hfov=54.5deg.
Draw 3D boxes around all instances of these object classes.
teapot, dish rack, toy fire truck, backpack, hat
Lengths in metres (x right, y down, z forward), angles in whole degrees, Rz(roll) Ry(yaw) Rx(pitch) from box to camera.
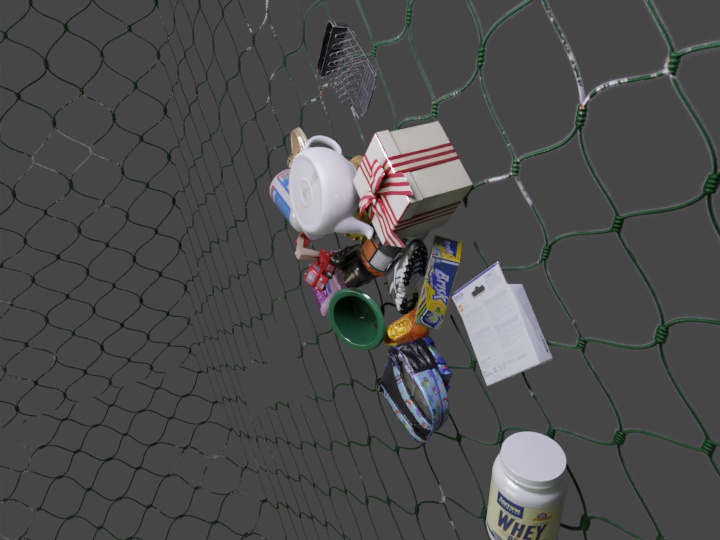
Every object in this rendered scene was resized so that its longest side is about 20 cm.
[{"bbox_3d":[-0.063,-0.181,1.539,0.196,0.143,0.207,25,121,53],"label":"teapot"},{"bbox_3d":[-0.030,-0.467,1.644,0.203,0.053,0.155,62,153,24],"label":"dish rack"},{"bbox_3d":[-0.123,-0.035,1.848,0.139,0.201,0.049,31,120,-1],"label":"toy fire truck"},{"bbox_3d":[0.141,0.283,1.622,0.202,0.131,0.185,58,150,31],"label":"backpack"},{"bbox_3d":[0.024,0.092,1.789,0.196,0.175,0.170,-10,107,39],"label":"hat"}]

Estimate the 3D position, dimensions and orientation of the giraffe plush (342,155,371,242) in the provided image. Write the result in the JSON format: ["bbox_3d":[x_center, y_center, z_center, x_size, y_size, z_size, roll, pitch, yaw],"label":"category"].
[{"bbox_3d":[-0.018,-0.155,1.700,0.163,0.173,0.199,48,120,-1],"label":"giraffe plush"}]

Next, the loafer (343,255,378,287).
[{"bbox_3d":[0.000,0.000,1.717,0.074,0.070,0.199,61,-163,4],"label":"loafer"}]

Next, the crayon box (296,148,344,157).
[{"bbox_3d":[-0.101,-0.233,1.916,0.199,0.057,0.178,25,127,57],"label":"crayon box"}]

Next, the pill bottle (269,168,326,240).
[{"bbox_3d":[-0.156,-0.173,1.868,0.201,0.110,0.114,51,146,38],"label":"pill bottle"}]

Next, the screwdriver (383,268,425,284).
[{"bbox_3d":[0.101,0.014,1.678,0.199,0.027,0.030,-12,63,65],"label":"screwdriver"}]

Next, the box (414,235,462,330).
[{"bbox_3d":[0.164,0.029,1.486,0.071,0.062,0.204,-73,-6,-48],"label":"box"}]

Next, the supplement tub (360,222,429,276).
[{"bbox_3d":[0.073,-0.074,1.576,0.125,0.120,0.201,65,153,17],"label":"supplement tub"}]

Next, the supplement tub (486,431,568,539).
[{"bbox_3d":[0.318,0.428,1.332,0.145,0.142,0.205,40,139,48],"label":"supplement tub"}]

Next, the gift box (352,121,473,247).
[{"bbox_3d":[0.100,-0.165,1.398,0.204,0.182,0.186,63,152,24],"label":"gift box"}]

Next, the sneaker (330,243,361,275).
[{"bbox_3d":[-0.021,-0.013,1.796,0.200,0.068,0.092,-37,-74,-80],"label":"sneaker"}]

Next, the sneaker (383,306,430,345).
[{"bbox_3d":[0.111,0.143,1.674,0.075,0.075,0.200,68,152,16],"label":"sneaker"}]

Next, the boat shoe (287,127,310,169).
[{"bbox_3d":[-0.176,-0.306,2.015,0.073,0.065,0.206,-1,103,63],"label":"boat shoe"}]

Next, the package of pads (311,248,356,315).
[{"bbox_3d":[-0.076,0.034,1.994,0.123,0.074,0.201,68,154,18],"label":"package of pads"}]

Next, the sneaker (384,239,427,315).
[{"bbox_3d":[0.090,0.000,1.502,0.091,0.065,0.203,48,148,32],"label":"sneaker"}]

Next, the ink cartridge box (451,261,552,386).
[{"bbox_3d":[0.271,0.106,1.365,0.205,0.040,0.200,69,154,12],"label":"ink cartridge box"}]
